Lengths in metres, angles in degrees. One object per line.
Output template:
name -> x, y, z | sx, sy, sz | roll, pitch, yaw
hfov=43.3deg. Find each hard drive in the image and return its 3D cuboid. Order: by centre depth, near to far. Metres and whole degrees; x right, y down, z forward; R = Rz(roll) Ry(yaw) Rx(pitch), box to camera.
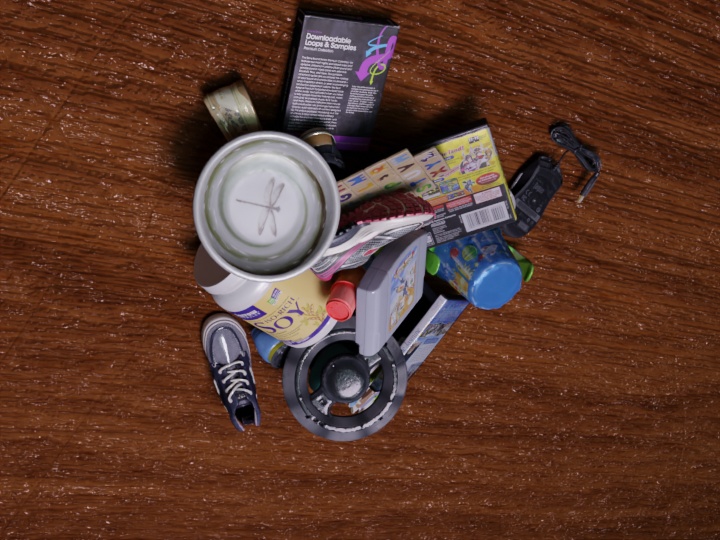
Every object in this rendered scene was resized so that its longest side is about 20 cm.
hard drive -> 0.051, 0.055, 1.528 | 0.135, 0.042, 0.200 | -40, 130, 6

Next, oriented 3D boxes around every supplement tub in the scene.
supplement tub -> -0.132, 0.013, 1.345 | 0.145, 0.146, 0.200 | -47, 129, 12

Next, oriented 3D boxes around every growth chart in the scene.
growth chart -> 0.029, 0.188, 1.554 | 0.145, 0.018, 0.200 | -42, 160, -17

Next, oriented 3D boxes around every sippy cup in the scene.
sippy cup -> 0.196, -0.009, 1.492 | 0.177, 0.131, 0.140 | -25, 130, -6

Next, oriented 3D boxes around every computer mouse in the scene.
computer mouse -> 0.313, -0.135, 1.514 | 0.140, 0.046, 0.201 | 26, 98, -32

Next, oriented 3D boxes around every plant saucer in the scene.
plant saucer -> -0.128, -0.086, 1.219 | 0.199, 0.050, 0.202 | -2, 97, -18

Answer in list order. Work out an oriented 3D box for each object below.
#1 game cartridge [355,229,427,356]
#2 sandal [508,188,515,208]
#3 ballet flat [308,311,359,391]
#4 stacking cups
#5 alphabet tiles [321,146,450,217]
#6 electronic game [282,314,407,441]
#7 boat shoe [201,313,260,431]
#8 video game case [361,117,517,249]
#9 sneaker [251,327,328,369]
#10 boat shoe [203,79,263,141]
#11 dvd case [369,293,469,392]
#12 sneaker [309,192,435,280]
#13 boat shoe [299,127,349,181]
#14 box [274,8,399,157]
game cartridge -> 0.050, 0.022, 1.363 | 0.200, 0.041, 0.134 | -47, 150, -50
sandal -> 0.160, -0.138, 1.435 | 0.202, 0.050, 0.083 | 24, 121, -21
ballet flat -> -0.008, 0.122, 1.481 | 0.072, 0.072, 0.201 | 28, 107, -37
stacking cups -> 0.000, 0.000, 1.356 | 0.060, 0.201, 0.061 | 10, 132, 11
alphabet tiles -> 0.030, -0.118, 1.311 | 0.199, 0.006, 0.166 | -25, 161, 12
electronic game -> -0.024, 0.169, 1.425 | 0.198, 0.042, 0.202 | -1, 95, -7
boat shoe -> -0.200, 0.167, 1.458 | 0.074, 0.093, 0.201 | -20, 130, -10
video game case -> 0.124, -0.123, 1.397 | 0.199, 0.026, 0.181 | -17, 125, 10
sneaker -> -0.101, 0.121, 1.500 | 0.200, 0.078, 0.066 | 15, 112, -54
boat shoe -> -0.157, -0.164, 1.260 | 0.062, 0.073, 0.201 | -19, 119, -3
dvd case -> 0.103, 0.121, 1.530 | 0.200, 0.018, 0.143 | -53, 161, 12
sneaker -> 0.013, -0.053, 1.305 | 0.199, 0.081, 0.075 | -19, 122, -3
boat shoe -> -0.047, -0.124, 1.316 | 0.074, 0.063, 0.200 | -18, 150, -1
box -> -0.036, -0.258, 1.267 | 0.142, 0.036, 0.201 | 0, 125, -25
